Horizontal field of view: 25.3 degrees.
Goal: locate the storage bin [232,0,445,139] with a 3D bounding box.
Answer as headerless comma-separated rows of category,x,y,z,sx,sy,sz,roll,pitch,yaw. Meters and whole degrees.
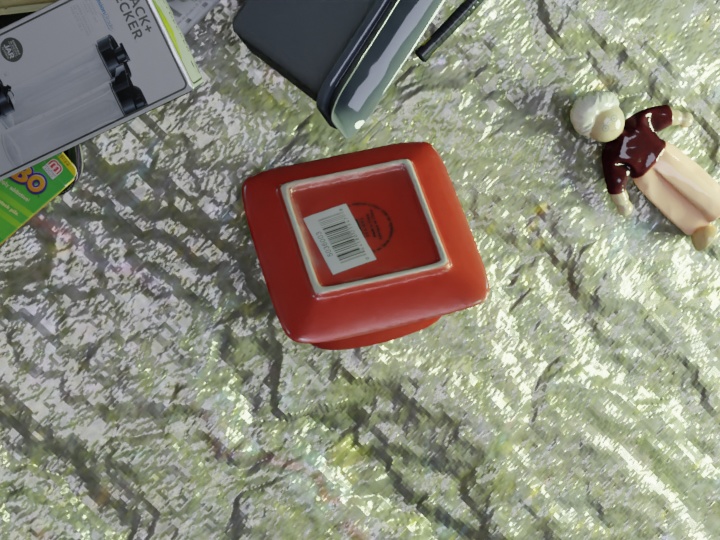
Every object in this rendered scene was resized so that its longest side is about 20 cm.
storage bin,-0.016,-0.246,1.493,0.134,0.146,0.201,34,88,13

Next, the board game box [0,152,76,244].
board game box,-0.344,-0.067,1.431,0.200,0.030,0.096,-37,98,25

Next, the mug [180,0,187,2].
mug,-0.126,-0.337,1.395,0.147,0.199,0.176,-30,106,-45

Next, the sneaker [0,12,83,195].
sneaker,-0.295,-0.166,1.449,0.075,0.088,0.201,-21,100,-10

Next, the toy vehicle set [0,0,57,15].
toy vehicle set,-0.285,-0.288,1.383,0.199,0.027,0.125,-2,108,19

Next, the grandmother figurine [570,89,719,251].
grandmother figurine,0.291,-0.113,1.609,0.200,0.061,0.122,36,79,-17

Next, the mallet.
mallet,0.129,-0.278,1.547,0.041,0.066,0.200,43,86,-13

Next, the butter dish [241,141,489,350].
butter dish,0.000,0.000,1.516,0.198,0.148,0.201,-12,57,-12

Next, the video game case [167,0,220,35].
video game case,-0.202,-0.309,1.489,0.200,0.022,0.182,-45,103,-5

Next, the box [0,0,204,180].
box,-0.246,-0.165,1.342,0.199,0.060,0.117,-23,100,7
